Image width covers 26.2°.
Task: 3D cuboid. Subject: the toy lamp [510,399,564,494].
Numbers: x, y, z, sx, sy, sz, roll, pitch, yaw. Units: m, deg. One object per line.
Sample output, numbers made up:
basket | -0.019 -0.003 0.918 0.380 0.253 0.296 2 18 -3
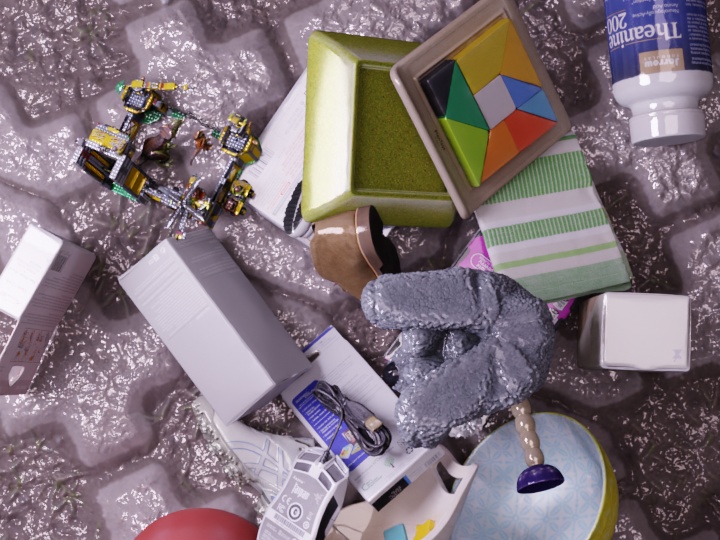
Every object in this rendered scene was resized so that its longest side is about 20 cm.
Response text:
toy lamp | 0.165 0.133 1.629 0.058 0.058 0.201 -11 69 -1

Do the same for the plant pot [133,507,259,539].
plant pot | -0.174 0.357 1.631 0.199 0.177 0.201 0 87 0

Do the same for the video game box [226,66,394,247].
video game box | -0.022 -0.120 1.729 0.182 0.047 0.200 34 87 4

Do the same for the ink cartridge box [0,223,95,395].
ink cartridge box | -0.354 0.045 1.638 0.045 0.200 0.177 28 86 2

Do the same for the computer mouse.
computer mouse | -0.045 0.226 1.636 0.109 0.044 0.201 30 94 32

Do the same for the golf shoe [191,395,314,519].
golf shoe | -0.102 0.203 1.702 0.097 0.078 0.200 -40 95 -14

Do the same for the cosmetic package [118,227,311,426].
cosmetic package | -0.155 0.059 1.671 0.090 0.107 0.200 -37 82 22

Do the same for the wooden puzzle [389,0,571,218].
wooden puzzle | 0.137 -0.183 1.654 0.200 0.037 0.185 -42 115 -29

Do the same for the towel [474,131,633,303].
towel | 0.199 -0.056 1.689 0.152 0.023 0.201 -10 64 -16

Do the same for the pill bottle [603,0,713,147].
pill bottle | 0.330 -0.242 1.707 0.110 0.111 0.201 -5 86 -1

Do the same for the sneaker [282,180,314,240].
sneaker | -0.012 -0.116 1.682 0.080 0.074 0.201 26 85 -23

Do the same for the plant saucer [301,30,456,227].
plant saucer | 0.036 -0.147 1.639 0.199 0.048 0.201 1 93 -34

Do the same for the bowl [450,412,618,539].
bowl | 0.203 0.265 1.664 0.108 0.200 0.200 39 86 -40

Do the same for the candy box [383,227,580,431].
candy box | 0.137 0.058 1.711 0.136 0.061 0.200 36 87 2

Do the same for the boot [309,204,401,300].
boot | 0.000 0.000 1.664 0.075 0.200 0.074 -9 54 13

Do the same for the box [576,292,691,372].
box | 0.287 0.068 1.642 0.095 0.200 0.078 3 86 0

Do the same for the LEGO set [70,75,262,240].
LEGO set | -0.213 -0.133 1.668 0.200 0.116 0.154 32 84 18

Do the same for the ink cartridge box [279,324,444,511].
ink cartridge box | -0.006 0.159 1.688 0.099 0.039 0.200 -40 58 -2

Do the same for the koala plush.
koala plush | 0.094 0.092 1.575 0.183 0.200 0.178 -13 76 -11

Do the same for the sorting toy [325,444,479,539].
sorting toy | 0.058 0.272 1.647 0.107 0.200 0.180 32 85 -19
